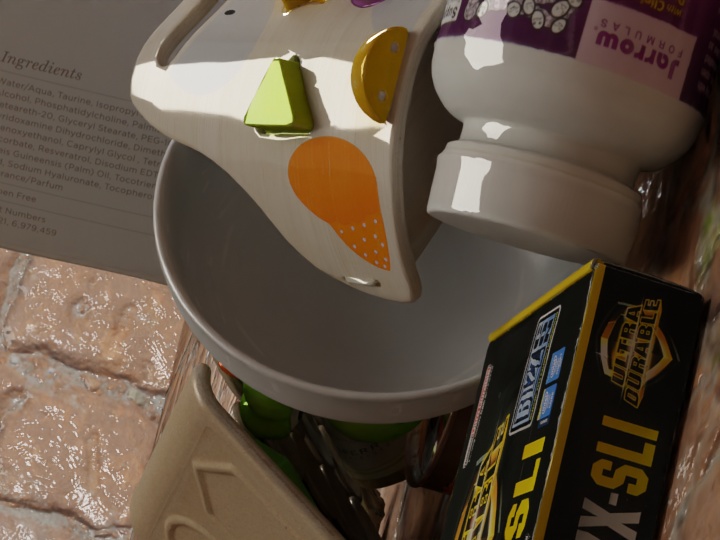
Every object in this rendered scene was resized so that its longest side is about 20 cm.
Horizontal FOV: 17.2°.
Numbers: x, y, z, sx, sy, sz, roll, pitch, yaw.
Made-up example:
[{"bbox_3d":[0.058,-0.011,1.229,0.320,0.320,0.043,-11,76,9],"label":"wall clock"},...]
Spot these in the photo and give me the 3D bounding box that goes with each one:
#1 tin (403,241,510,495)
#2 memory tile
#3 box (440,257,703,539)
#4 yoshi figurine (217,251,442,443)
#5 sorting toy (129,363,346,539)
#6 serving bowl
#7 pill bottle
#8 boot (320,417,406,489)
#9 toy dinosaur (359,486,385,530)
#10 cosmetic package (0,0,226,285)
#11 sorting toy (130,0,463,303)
[{"bbox_3d":[0.064,0.014,1.169,0.112,0.042,0.201,116,168,-70],"label":"tin"},{"bbox_3d":[-0.039,0.080,1.268,0.154,0.017,0.200,65,-175,32],"label":"memory tile"},{"bbox_3d":[0.067,0.110,0.915,0.160,0.049,0.201,140,146,-73],"label":"box"},{"bbox_3d":[0.012,0.009,1.175,0.111,0.113,0.201,-2,48,37],"label":"yoshi figurine"},{"bbox_3d":[-0.033,0.153,1.163,0.036,0.200,0.185,-34,-12,-27],"label":"sorting toy"},{"bbox_3d":[0.006,-0.010,1.083,0.066,0.199,0.201,95,-175,-56],"label":"serving bowl"},{"bbox_3d":[0.092,-0.107,0.944,0.112,0.112,0.201,170,115,-81],"label":"pill bottle"},{"bbox_3d":[-0.013,-0.001,1.312,0.155,0.072,0.201,53,-152,-40],"label":"boot"},{"bbox_3d":[-0.023,0.215,1.369,0.201,0.058,0.101,-65,-6,10],"label":"toy dinosaur"},{"bbox_3d":[-0.129,-0.119,1.342,0.168,0.165,0.201,-89,13,-69],"label":"cosmetic package"},{"bbox_3d":[-0.010,-0.107,1.052,0.200,0.179,0.107,-56,-44,-24],"label":"sorting toy"}]
